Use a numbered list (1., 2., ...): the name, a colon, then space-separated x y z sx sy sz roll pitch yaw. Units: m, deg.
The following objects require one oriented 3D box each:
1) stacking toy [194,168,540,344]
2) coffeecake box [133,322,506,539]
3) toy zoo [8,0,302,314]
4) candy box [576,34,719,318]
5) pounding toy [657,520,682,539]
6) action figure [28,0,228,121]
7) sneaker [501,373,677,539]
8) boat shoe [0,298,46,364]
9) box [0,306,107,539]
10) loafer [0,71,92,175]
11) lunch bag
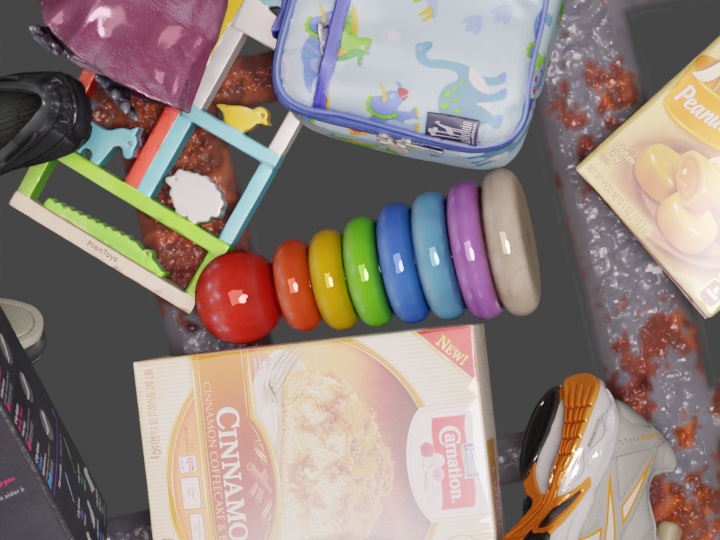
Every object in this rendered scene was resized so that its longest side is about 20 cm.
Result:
1. stacking toy: 0.000 0.000 1.677 0.199 0.085 0.086 -11 89 9
2. coffeecake box: -0.020 0.117 1.686 0.198 0.073 0.155 -7 89 7
3. toy zoo: -0.104 -0.093 1.723 0.131 0.020 0.201 30 94 7
4. candy box: 0.233 -0.081 1.658 0.200 0.055 0.116 -43 85 6
5. pounding toy: 0.159 0.279 1.630 0.183 0.142 0.201 -28 101 -9
6. action figure: -0.086 -0.179 1.648 0.134 0.149 0.200 38 90 -2
7. sneaker: 0.124 0.164 1.621 0.092 0.076 0.201 29 74 -24
8. boat shoe: -0.278 0.071 1.736 0.199 0.072 0.068 -20 124 1
9. box: -0.236 0.109 1.658 0.122 0.106 0.201 -21 119 6
10. loafer: -0.254 -0.073 1.710 0.199 0.070 0.069 -18 80 18
11. lunch bag: 0.037 -0.165 1.664 0.160 0.082 0.201 15 85 8
